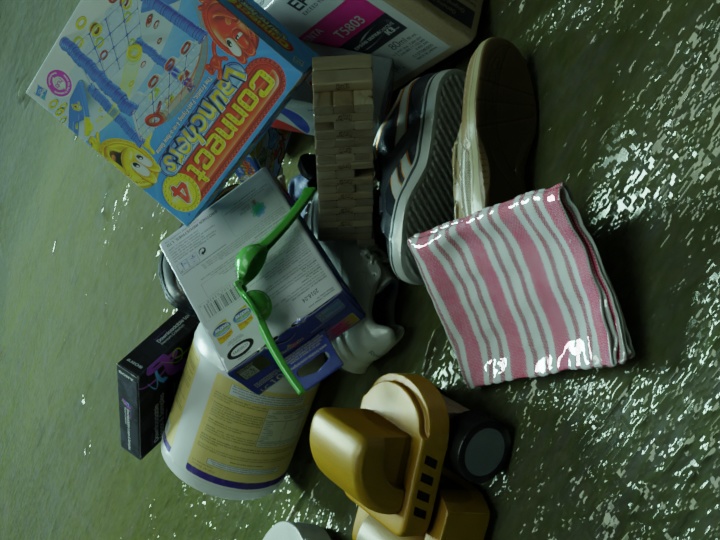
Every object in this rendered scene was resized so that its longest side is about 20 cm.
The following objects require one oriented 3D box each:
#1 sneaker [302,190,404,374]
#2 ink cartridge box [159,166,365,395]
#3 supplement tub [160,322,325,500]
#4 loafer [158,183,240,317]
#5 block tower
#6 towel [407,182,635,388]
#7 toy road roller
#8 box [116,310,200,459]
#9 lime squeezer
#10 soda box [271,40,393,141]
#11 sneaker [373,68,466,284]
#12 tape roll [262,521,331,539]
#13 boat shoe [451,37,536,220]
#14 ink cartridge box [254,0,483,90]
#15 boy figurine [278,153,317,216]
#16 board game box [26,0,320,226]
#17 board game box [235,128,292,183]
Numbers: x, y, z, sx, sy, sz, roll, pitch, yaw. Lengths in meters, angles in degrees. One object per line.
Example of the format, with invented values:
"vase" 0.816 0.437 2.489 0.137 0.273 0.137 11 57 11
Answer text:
"sneaker" 0.000 0.000 1.114 0.087 0.074 0.201 -28 67 38
"ink cartridge box" -0.089 0.021 1.065 0.136 0.076 0.200 -35 59 4
"supplement tub" -0.123 0.129 1.194 0.145 0.145 0.201 47 122 49
"loafer" -0.170 -0.029 1.211 0.072 0.073 0.200 -46 23 29
"block tower" -0.015 -0.104 1.019 0.200 0.057 0.054 87 -179 -51
"towel" 0.121 0.020 0.892 0.200 0.030 0.147 -18 96 54
"toy road roller" 0.026 0.188 0.958 0.123 0.145 0.201 25 105 56
"box" -0.195 0.101 1.245 0.036 0.200 0.143 27 136 18
"lime squeezer" -0.081 0.017 1.010 0.038 0.070 0.201 121 153 -64
"soda box" -0.071 -0.179 1.066 0.064 0.199 0.069 88 -165 -67
"sneaker" 0.055 -0.084 1.025 0.079 0.078 0.201 1 74 52
"tape roll" -0.072 0.362 1.147 0.203 0.037 0.204 140 136 -55
"boat shoe" 0.105 -0.099 0.954 0.064 0.071 0.201 -3 83 55
"ink cartridge box" -0.006 -0.248 1.055 0.200 0.164 0.075 -23 47 53
"boy figurine" -0.090 -0.056 1.252 0.200 0.064 0.125 -38 57 44
"board game box" -0.173 -0.177 1.006 0.200 0.196 0.056 -48 4 29
"board game box" -0.097 -0.201 1.184 0.034 0.135 0.201 11 71 15
